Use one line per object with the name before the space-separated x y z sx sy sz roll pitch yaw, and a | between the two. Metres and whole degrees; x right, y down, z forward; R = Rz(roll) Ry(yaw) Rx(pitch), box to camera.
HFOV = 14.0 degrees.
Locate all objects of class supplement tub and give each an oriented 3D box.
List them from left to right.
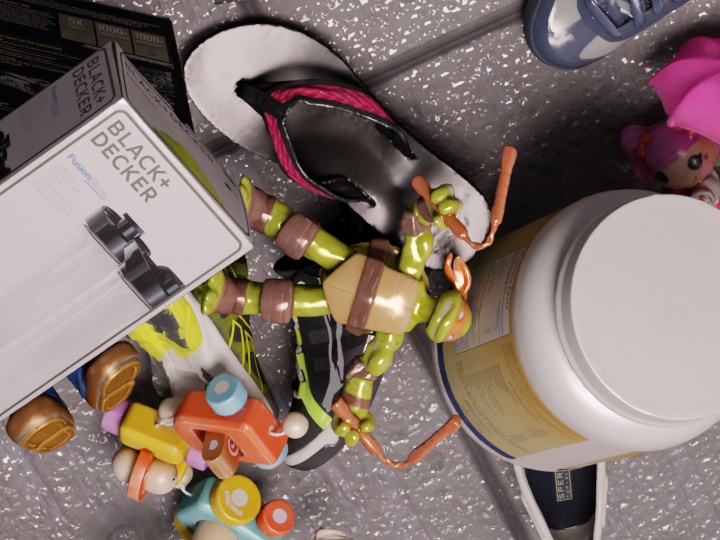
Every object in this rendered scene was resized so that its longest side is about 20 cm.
supplement tub | 0.136 0.034 1.651 0.143 0.200 0.145 3 80 -19

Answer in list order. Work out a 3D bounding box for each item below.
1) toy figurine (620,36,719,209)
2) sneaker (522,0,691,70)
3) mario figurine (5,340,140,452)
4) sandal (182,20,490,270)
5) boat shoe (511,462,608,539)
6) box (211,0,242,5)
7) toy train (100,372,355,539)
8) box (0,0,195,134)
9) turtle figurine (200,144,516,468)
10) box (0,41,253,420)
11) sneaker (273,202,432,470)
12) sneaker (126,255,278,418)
toy figurine | 0.221 -0.049 1.716 0.199 0.150 0.185 -22 112 33
sneaker | 0.172 -0.175 1.629 0.070 0.082 0.200 37 110 -28
mario figurine | -0.212 0.000 1.615 0.123 0.200 0.106 -21 153 -48
sandal | -0.010 -0.071 1.654 0.200 0.045 0.075 36 102 -5
boat shoe | 0.121 0.091 1.799 0.073 0.065 0.201 -17 123 2
box | 0.006 -0.227 1.593 0.199 0.038 0.137 -9 123 -4
toy train | -0.079 0.133 1.742 0.149 0.056 0.200 8 148 31
box | -0.198 -0.083 1.574 0.199 0.164 0.086 11 120 -18
turtle figurine | 0.000 0.000 1.639 0.160 0.064 0.201 19 111 -3
box | -0.168 -0.010 1.491 0.199 0.060 0.117 -33 122 10
sneaker | -0.019 0.019 1.732 0.082 0.072 0.201 21 105 -13
sneaker | -0.086 0.027 1.716 0.074 0.085 0.200 14 153 28
